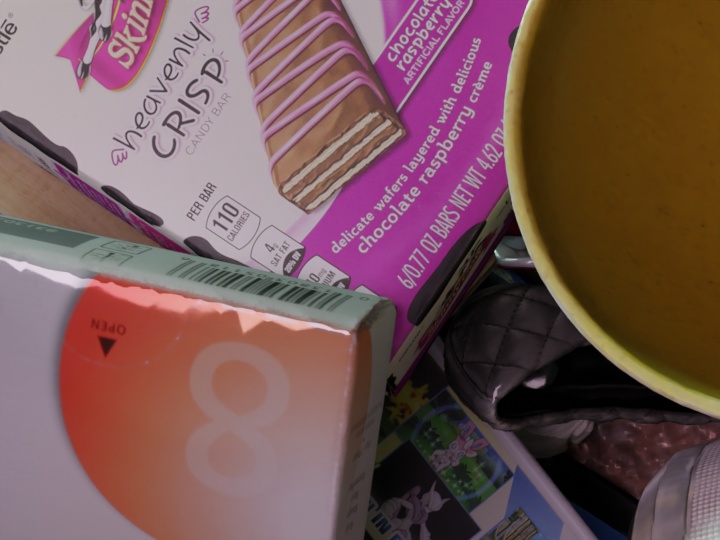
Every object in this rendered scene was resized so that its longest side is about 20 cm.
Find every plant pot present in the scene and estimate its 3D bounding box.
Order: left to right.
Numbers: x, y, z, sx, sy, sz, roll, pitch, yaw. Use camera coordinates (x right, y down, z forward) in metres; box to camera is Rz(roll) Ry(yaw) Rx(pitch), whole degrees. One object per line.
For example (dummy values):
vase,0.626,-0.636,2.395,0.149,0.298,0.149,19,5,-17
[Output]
plant pot,0.163,-0.035,0.820,0.199,0.142,0.201,-7,73,23

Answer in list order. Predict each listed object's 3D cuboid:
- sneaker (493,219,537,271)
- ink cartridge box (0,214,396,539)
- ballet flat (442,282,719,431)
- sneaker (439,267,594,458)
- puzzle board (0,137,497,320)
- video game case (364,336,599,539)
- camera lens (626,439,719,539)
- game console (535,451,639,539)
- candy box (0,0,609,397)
sneaker,0.115,-0.030,0.928,0.199,0.112,0.071,-2,84,25
ink cartridge box,-0.082,0.091,0.843,0.162,0.050,0.201,12,102,16
ballet flat,0.126,0.036,0.911,0.199,0.057,0.067,-1,129,-10
sneaker,0.000,0.000,0.989,0.200,0.085,0.077,21,80,21
puzzle board,-0.075,-0.013,0.907,0.200,0.017,0.151,41,81,11
video game case,-0.014,0.116,0.916,0.182,0.022,0.200,-39,92,-8
camera lens,0.197,0.117,0.863,0.199,0.160,0.160,-17,82,23
game console,0.014,0.146,0.974,0.200,0.176,0.117,32,130,22
candy box,-0.036,-0.070,0.877,0.200,0.061,0.137,32,83,10
